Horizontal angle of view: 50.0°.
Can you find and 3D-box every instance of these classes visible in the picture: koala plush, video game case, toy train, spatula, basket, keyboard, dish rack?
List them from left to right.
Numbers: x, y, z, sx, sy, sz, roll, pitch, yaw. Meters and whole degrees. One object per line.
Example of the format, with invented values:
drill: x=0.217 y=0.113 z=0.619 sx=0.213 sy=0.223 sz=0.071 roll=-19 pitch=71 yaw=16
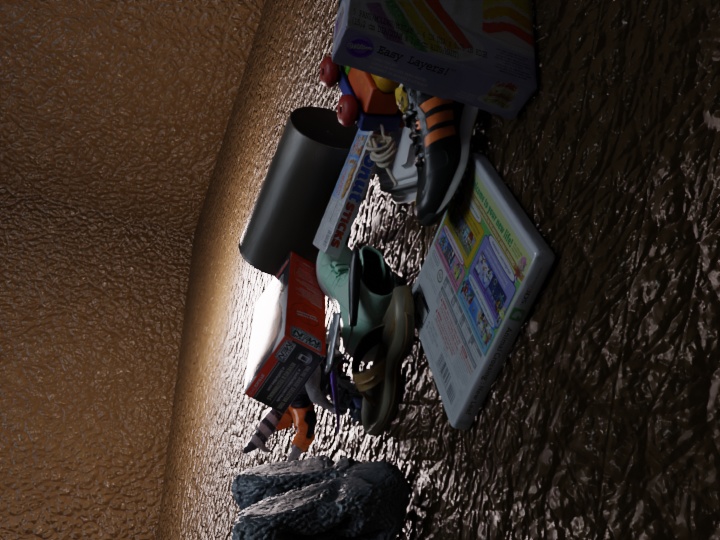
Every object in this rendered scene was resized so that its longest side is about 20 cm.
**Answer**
basket: x=-0.070 y=-0.111 z=1.079 sx=0.136 sy=0.178 sz=0.203 roll=46 pitch=132 yaw=34
keyboard: x=-0.033 y=0.087 z=0.883 sx=0.200 sy=0.010 sz=0.058 roll=111 pitch=164 yaw=-79
koala plush: x=-0.029 y=0.307 z=0.776 sx=0.177 sy=0.179 sz=0.205 roll=-155 pitch=57 yaw=-81
spatula: x=-0.017 y=0.077 z=0.873 sx=0.057 sy=0.020 sz=0.205 roll=18 pitch=-99 yaw=-90
toy train: x=0.027 y=-0.204 z=0.835 sx=0.117 sy=0.083 sz=0.203 roll=112 pitch=146 yaw=-44
dish rack: x=0.068 y=-0.189 z=0.937 sx=0.171 sy=0.043 sz=0.205 roll=-178 pitch=101 yaw=-73
video game case: x=0.103 y=0.012 z=0.727 sx=0.201 sy=0.022 sz=0.185 roll=-106 pitch=32 yaw=-58

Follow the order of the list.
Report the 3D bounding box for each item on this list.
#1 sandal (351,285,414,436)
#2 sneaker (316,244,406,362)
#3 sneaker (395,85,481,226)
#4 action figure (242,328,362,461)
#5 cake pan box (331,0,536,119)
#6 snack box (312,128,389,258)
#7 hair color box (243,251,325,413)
sandal: x=0.018 y=0.099 z=0.856 sx=0.081 sy=0.053 sz=0.203 roll=-100 pitch=17 yaw=-49
sneaker: x=0.000 y=0.000 z=0.963 sx=0.202 sy=0.072 sz=0.120 roll=-113 pitch=32 yaw=-46
sneaker: x=0.068 y=-0.144 z=0.781 sx=0.070 sy=0.088 sz=0.204 roll=132 pitch=158 yaw=-67
action figure: x=-0.069 y=0.168 z=1.012 sx=0.197 sy=0.103 sz=0.199 roll=-68 pitch=22 yaw=-4
cake pan box: x=0.068 y=-0.254 z=0.726 sx=0.052 sy=0.195 sz=0.188 roll=127 pitch=153 yaw=-56
snack box: x=-0.006 y=-0.118 z=0.964 sx=0.204 sy=0.024 sz=0.072 roll=-68 pitch=18 yaw=4
hair color box: x=-0.093 y=0.073 z=0.985 sx=0.102 sy=0.060 sz=0.201 roll=-54 pitch=20 yaw=23
